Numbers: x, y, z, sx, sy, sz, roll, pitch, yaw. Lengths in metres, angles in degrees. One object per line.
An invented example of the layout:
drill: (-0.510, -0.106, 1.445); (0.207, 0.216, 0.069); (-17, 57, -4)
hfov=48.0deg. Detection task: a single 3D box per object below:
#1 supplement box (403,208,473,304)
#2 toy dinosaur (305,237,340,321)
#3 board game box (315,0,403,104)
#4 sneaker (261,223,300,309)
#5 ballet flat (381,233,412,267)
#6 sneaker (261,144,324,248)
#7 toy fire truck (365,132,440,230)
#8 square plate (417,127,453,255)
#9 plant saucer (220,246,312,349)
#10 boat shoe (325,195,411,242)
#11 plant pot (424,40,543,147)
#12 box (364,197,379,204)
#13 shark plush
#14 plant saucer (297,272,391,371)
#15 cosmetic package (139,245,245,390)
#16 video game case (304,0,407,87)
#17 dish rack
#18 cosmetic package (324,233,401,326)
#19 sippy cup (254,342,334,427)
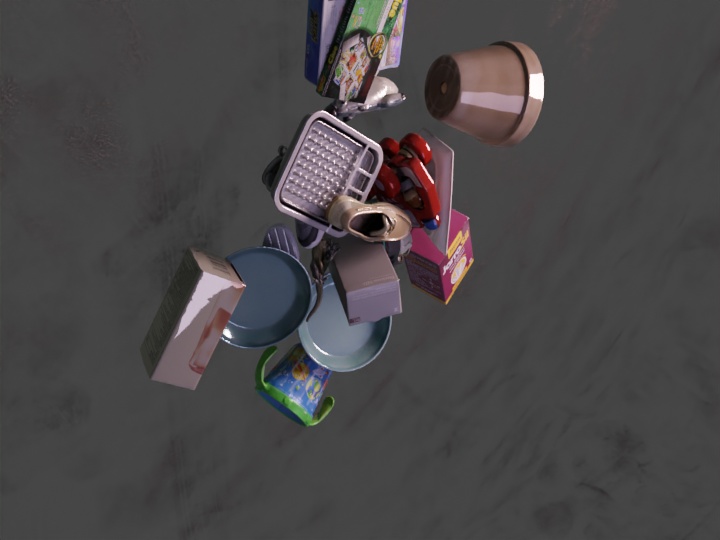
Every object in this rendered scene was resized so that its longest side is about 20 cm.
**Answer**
supplement box: (0.172, -0.038, 1.774); (0.132, 0.102, 0.201); (-55, 156, -16)
toy dinosaur: (-0.073, -0.008, 1.473); (0.046, 0.088, 0.205); (5, 85, -19)
board game box: (0.003, -0.369, 1.286); (0.103, 0.023, 0.203); (0, 121, -45)
sneaker: (-0.139, 0.000, 1.489); (0.071, 0.071, 0.204); (-3, 119, 4)
ballet flat: (0.067, -0.054, 1.584); (0.073, 0.073, 0.200); (-45, 168, -13)
sneaker: (-0.114, -0.128, 1.391); (0.112, 0.075, 0.204); (-16, 123, -41)
toy fire truck: (0.080, -0.149, 1.495); (0.112, 0.199, 0.169); (-44, 113, -19)
square plate: (0.135, -0.156, 1.568); (0.028, 0.200, 0.203); (-3, 112, -11)
plant saucer: (-0.184, 0.043, 1.430); (0.195, 0.036, 0.204); (-8, 119, -14)
boat shoe: (0.027, -0.079, 1.389); (0.198, 0.065, 0.073); (11, 109, -48)
plant pot: (0.221, -0.343, 1.551); (0.170, 0.200, 0.203); (-2, 123, -30)
box: (0.038, -0.082, 1.664); (0.198, 0.036, 0.147); (-21, 134, -43)
shark plush: (-0.005, -0.280, 1.408); (0.199, 0.091, 0.083); (-41, 176, -28)
plant saucer: (-0.035, 0.098, 1.617); (0.195, 0.036, 0.205); (-2, 95, -18)
cosmetic package: (-0.277, 0.078, 1.326); (0.086, 0.103, 0.203); (21, 105, -33)
video game case: (-0.004, -0.413, 1.297); (0.179, 0.045, 0.203); (-22, 135, -34)
dish rack: (-0.060, -0.160, 1.339); (0.198, 0.043, 0.174); (22, 96, -50)
cosmetic package: (0.000, 0.000, 1.504); (0.105, 0.201, 0.092); (-15, 128, -9)
sippy cup: (-0.127, 0.226, 1.652); (0.131, 0.138, 0.179); (-56, 158, -18)
